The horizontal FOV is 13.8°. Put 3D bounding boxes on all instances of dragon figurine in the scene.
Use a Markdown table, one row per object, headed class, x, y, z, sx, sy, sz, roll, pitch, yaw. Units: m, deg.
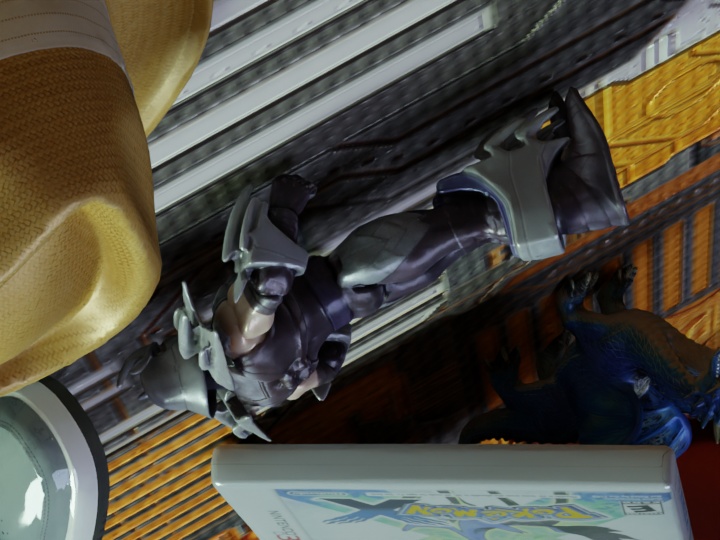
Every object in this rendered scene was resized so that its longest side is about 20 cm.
| class | x | y | z | sx | sy | sz | roll | pitch | yaw |
| --- | --- | --- | --- | --- | --- | --- | --- | --- | --- |
| dragon figurine | 0.111 | 0.066 | 1.360 | 0.059 | 0.100 | 0.200 | -6 | 149 | -48 |

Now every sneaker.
| class | x | y | z | sx | sy | sz | roll | pitch | yaw |
| --- | --- | --- | --- | --- | --- | --- | --- | --- | --- |
| sneaker | -0.179 | 0.116 | 1.100 | 0.121 | 0.084 | 0.200 | -26 | 163 | -42 |

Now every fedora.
| class | x | y | z | sx | sy | sz | roll | pitch | yaw |
| --- | --- | --- | --- | --- | --- | --- | --- | --- | --- |
| fedora | -0.113 | -0.015 | 0.870 | 0.200 | 0.082 | 0.201 | -28 | 160 | -11 |

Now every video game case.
| class | x | y | z | sx | sy | sz | roll | pitch | yaw |
| --- | --- | --- | --- | --- | --- | --- | --- | --- | --- |
| video game case | 0.047 | 0.110 | 1.344 | 0.199 | 0.022 | 0.182 | -1 | 162 | 9 |

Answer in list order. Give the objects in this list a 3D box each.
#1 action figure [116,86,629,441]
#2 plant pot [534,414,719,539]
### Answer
| class | x | y | z | sx | sy | sz | roll | pitch | yaw |
| --- | --- | --- | --- | --- | --- | --- | --- | --- | --- |
| action figure | 0.000 | 0.000 | 1.101 | 0.199 | 0.070 | 0.130 | -26 | 167 | -2 |
| plant pot | 0.153 | 0.172 | 1.550 | 0.200 | 0.183 | 0.201 | -26 | 160 | -10 |
